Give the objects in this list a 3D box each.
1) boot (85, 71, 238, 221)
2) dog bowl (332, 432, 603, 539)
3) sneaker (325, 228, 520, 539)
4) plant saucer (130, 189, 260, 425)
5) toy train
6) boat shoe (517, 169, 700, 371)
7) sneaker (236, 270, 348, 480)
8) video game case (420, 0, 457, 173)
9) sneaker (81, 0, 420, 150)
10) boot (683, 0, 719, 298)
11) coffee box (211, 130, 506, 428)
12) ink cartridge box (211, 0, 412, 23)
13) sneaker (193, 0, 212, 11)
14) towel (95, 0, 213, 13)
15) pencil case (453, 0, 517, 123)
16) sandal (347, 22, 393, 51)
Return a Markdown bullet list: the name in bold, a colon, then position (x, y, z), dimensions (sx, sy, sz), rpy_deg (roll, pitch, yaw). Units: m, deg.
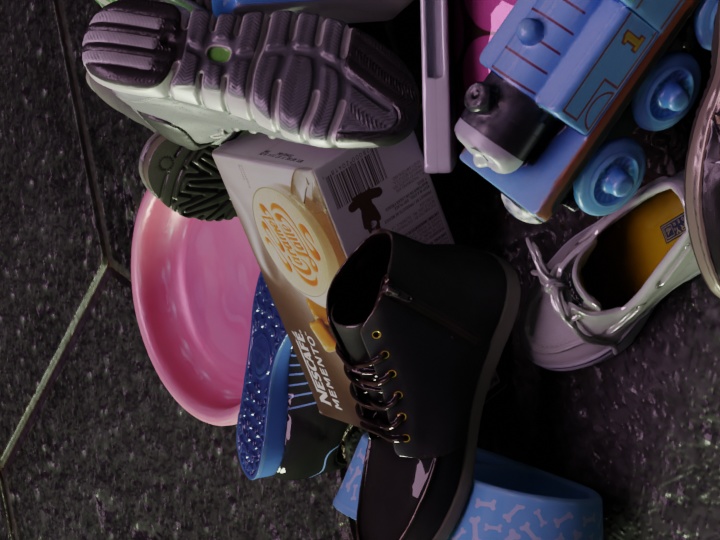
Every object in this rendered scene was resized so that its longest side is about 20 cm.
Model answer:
- **boot**: position (-0.130, -0.108, 1.297), dimensions (0.200, 0.182, 0.073), rpy_deg (41, 110, 36)
- **dog bowl**: position (0.069, 0.143, 1.142), dimensions (0.200, 0.111, 0.050), rpy_deg (16, 97, 51)
- **sneaker**: position (0.014, 0.075, 1.068), dimensions (0.075, 0.106, 0.200), rpy_deg (15, 89, 51)
- **plant saucer**: position (-0.101, 0.014, 1.382), dimensions (0.200, 0.051, 0.201), rpy_deg (17, 112, 50)
- **toy train**: position (0.124, -0.118, 0.959), dimensions (0.200, 0.114, 0.087), rpy_deg (-55, 46, 8)
- **boat shoe**: position (0.133, 0.005, 1.036), dimensions (0.202, 0.086, 0.075), rpy_deg (-38, 67, 50)
- **sneaker**: position (-0.031, 0.054, 1.274), dimensions (0.070, 0.078, 0.200), rpy_deg (48, 132, 53)
- **video game case**: position (0.046, -0.161, 1.091), dimensions (0.143, 0.018, 0.200), rpy_deg (-57, -35, -83)
- **sneaker**: position (-0.059, -0.104, 1.095), dimensions (0.116, 0.200, 0.075), rpy_deg (77, -151, -73)
- **boot**: position (0.240, -0.065, 0.895), dimensions (0.150, 0.073, 0.200), rpy_deg (22, 110, 49)
- **coffee box**: position (0.000, 0.000, 1.159), dimensions (0.114, 0.080, 0.200), rpy_deg (16, 133, 52)
- **ink cartridge box**: position (-0.038, -0.252, 1.108), dimensions (0.067, 0.116, 0.200), rpy_deg (155, 108, -75)
- **sneaker**: position (-0.093, -0.195, 1.268), dimensions (0.200, 0.112, 0.071), rpy_deg (51, 131, 33)
- **towel**: position (-0.114, -0.157, 1.223), dimensions (0.152, 0.200, 0.023), rpy_deg (29, 88, 4)
- **pencil case**: position (0.097, -0.171, 1.047), dimensions (0.094, 0.091, 0.200), rpy_deg (14, 111, 43)
- **sandal**: position (-0.035, -0.171, 1.195), dimensions (0.070, 0.078, 0.212), rpy_deg (-16, 98, 24)
